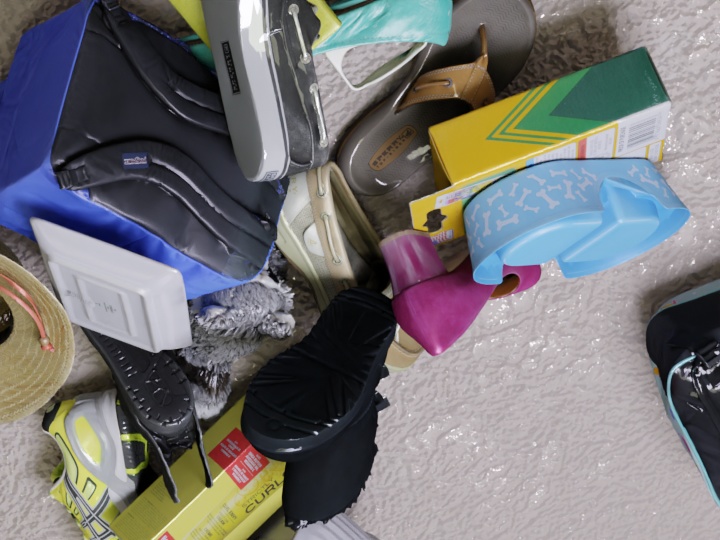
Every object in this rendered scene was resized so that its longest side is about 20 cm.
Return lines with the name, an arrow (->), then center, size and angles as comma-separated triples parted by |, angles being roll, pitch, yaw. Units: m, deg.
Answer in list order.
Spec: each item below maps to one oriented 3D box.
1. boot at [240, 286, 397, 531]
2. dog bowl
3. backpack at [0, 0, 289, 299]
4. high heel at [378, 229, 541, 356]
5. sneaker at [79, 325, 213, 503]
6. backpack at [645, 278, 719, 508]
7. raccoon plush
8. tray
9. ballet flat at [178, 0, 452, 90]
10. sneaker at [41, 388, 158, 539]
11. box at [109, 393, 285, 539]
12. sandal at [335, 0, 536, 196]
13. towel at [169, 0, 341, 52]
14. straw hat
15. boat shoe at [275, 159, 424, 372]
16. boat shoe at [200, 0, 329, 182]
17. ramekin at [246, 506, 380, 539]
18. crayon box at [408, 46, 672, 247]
boot -> -0.033, 0.121, 1.711 | 0.073, 0.198, 0.163 | 22, 128, 13
dog bowl -> 0.155, -0.039, 1.730 | 0.200, 0.050, 0.111 | -3, 155, -46
backpack -> -0.158, -0.073, 1.641 | 0.200, 0.163, 0.168 | 29, 153, -31
high heel -> 0.088, 0.024, 1.757 | 0.067, 0.096, 0.200 | -28, 160, 24
sneaker -> -0.166, 0.071, 1.761 | 0.060, 0.200, 0.104 | -25, 165, -10
backpack -> 0.329, 0.095, 1.866 | 0.176, 0.153, 0.200 | -23, 115, 6
raccoon plush -> -0.089, 0.057, 1.756 | 0.097, 0.134, 0.200 | -10, 124, -6
tray -> -0.172, 0.017, 1.618 | 0.107, 0.200, 0.022 | 21, 74, 4
ballet flat -> -0.028, -0.156, 1.665 | 0.200, 0.067, 0.071 | -16, 98, -4
sneaker -> -0.202, 0.176, 1.859 | 0.076, 0.075, 0.200 | 0, 120, 8
box -> -0.096, 0.159, 1.829 | 0.200, 0.050, 0.075 | -42, 132, -10
sandal -> 0.058, -0.125, 1.719 | 0.082, 0.055, 0.200 | 35, 110, -29
towel -> -0.106, -0.219, 1.604 | 0.086, 0.018, 0.200 | -37, 103, 15
straw hat -> -0.290, 0.018, 1.711 | 0.201, 0.085, 0.201 | 6, 135, 6
boat shoe -> 0.000, -0.002, 1.769 | 0.063, 0.073, 0.201 | -14, 124, 33
boat shoe -> -0.063, -0.162, 1.583 | 0.064, 0.071, 0.200 | -13, 102, -26
ramekin -> -0.077, 0.257, 1.860 | 0.200, 0.200, 0.105 | -34, 115, 10
crayon box -> 0.122, -0.086, 1.718 | 0.200, 0.052, 0.126 | -21, 163, -3
